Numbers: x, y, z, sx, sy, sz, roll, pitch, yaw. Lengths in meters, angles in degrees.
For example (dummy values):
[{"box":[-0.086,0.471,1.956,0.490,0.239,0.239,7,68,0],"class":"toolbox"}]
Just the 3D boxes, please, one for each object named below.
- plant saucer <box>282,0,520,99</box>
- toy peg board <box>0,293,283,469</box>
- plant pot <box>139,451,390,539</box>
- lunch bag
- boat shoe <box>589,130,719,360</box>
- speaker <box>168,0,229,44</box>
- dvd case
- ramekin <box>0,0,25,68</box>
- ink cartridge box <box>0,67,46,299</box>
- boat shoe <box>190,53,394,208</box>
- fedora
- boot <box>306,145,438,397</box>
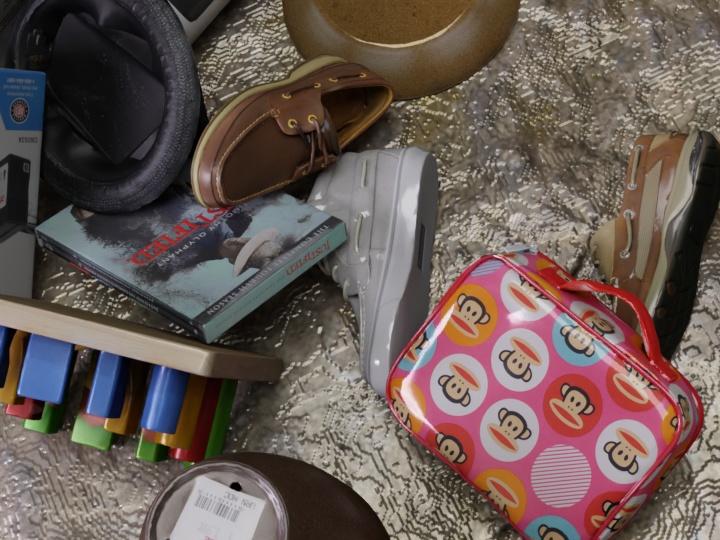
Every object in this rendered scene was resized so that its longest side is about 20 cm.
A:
[{"box":[0.031,-0.237,1.378,0.199,0.035,0.201,-3,69,7],"class":"plant saucer"},{"box":[-0.180,0.085,1.209,0.199,0.199,0.098,13,88,11],"class":"toy peg board"},{"box":[-0.077,0.196,1.140,0.186,0.200,0.188,-3,68,7],"class":"plant pot"},{"box":[0.134,0.081,1.182,0.200,0.082,0.176,43,111,18],"class":"lunch bag"},{"box":[0.210,-0.011,1.252,0.074,0.076,0.201,12,73,29],"class":"boat shoe"},{"box":[-0.114,-0.274,1.390,0.081,0.081,0.200,36,77,19],"class":"speaker"},{"box":[-0.128,-0.028,1.267,0.200,0.022,0.146,28,52,37],"class":"dvd case"},{"box":[-0.294,-0.238,1.344,0.202,0.202,0.094,-40,81,-8],"class":"ramekin"},{"box":[-0.312,-0.053,1.252,0.083,0.145,0.201,8,97,26],"class":"ink cartridge box"},{"box":[-0.049,-0.106,1.275,0.067,0.072,0.200,13,36,34],"class":"boat shoe"},{"box":[-0.180,-0.142,1.308,0.200,0.091,0.202,2,94,32],"class":"fedora"},{"box":[0.000,0.000,1.282,0.095,0.074,0.201,0,64,19],"class":"boot"}]
